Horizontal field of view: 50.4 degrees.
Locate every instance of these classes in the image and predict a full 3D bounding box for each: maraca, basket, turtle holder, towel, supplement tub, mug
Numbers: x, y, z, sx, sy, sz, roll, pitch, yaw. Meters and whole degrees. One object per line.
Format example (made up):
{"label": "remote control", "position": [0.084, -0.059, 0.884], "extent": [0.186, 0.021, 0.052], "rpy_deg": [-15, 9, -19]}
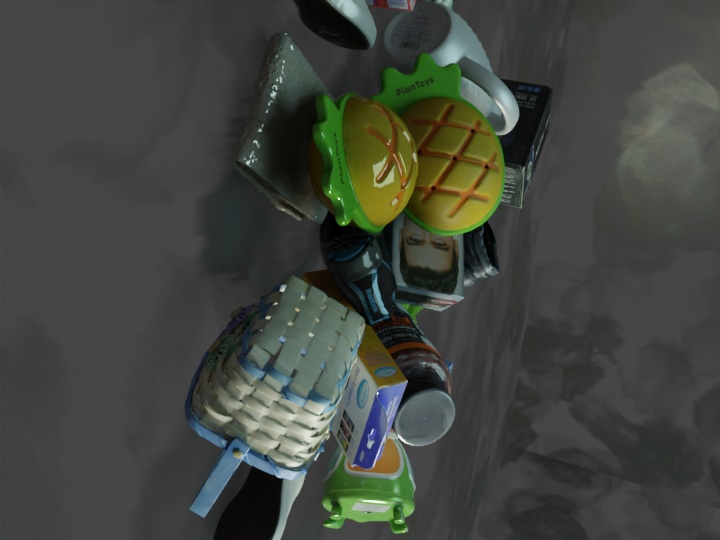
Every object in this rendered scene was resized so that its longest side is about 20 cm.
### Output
{"label": "maraca", "position": [-0.004, -0.103, 0.734], "extent": [0.200, 0.106, 0.139], "rpy_deg": [-18, 95, -72]}
{"label": "basket", "position": [-0.087, 0.116, 0.721], "extent": [0.201, 0.138, 0.177], "rpy_deg": [-61, -177, 32]}
{"label": "turtle holder", "position": [0.019, 0.313, 1.132], "extent": [0.186, 0.139, 0.133], "rpy_deg": [51, 37, -55]}
{"label": "towel", "position": [-0.064, -0.132, 0.769], "extent": [0.200, 0.034, 0.134], "rpy_deg": [42, 61, -67]}
{"label": "supplement tub", "position": [0.039, 0.112, 0.876], "extent": [0.200, 0.105, 0.108], "rpy_deg": [-127, -143, -59]}
{"label": "maraca", "position": [0.085, -0.139, 0.855], "extent": [0.107, 0.136, 0.202], "rpy_deg": [177, -110, -80]}
{"label": "mug", "position": [0.111, -0.231, 0.954], "extent": [0.148, 0.199, 0.176], "rpy_deg": [-52, 148, -9]}

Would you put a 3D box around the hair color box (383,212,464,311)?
{"label": "hair color box", "position": [0.070, -0.061, 0.932], "extent": [0.061, 0.098, 0.203], "rpy_deg": [143, -46, -60]}

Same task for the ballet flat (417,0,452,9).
{"label": "ballet flat", "position": [0.078, -0.397, 0.968], "extent": [0.072, 0.071, 0.203], "rpy_deg": [-42, 135, -59]}

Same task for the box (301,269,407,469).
{"label": "box", "position": [-0.015, 0.107, 0.808], "extent": [0.041, 0.201, 0.120], "rpy_deg": [-9, 134, -30]}

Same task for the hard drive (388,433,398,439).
{"label": "hard drive", "position": [0.026, 0.168, 1.061], "extent": [0.200, 0.130, 0.027], "rpy_deg": [-25, 126, -66]}

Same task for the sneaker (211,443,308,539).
{"label": "sneaker", "position": [-0.101, 0.264, 0.855], "extent": [0.085, 0.072, 0.202], "rpy_deg": [72, 35, -52]}

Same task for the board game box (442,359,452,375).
{"label": "board game box", "position": [0.025, 0.143, 1.015], "extent": [0.200, 0.149, 0.037], "rpy_deg": [-27, 130, -65]}

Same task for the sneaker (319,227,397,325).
{"label": "sneaker", "position": [0.000, 0.000, 0.825], "extent": [0.200, 0.072, 0.083], "rpy_deg": [-78, 145, -76]}

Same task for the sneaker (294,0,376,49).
{"label": "sneaker", "position": [-0.025, -0.275, 0.701], "extent": [0.200, 0.072, 0.086], "rpy_deg": [32, 75, -68]}

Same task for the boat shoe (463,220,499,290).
{"label": "boat shoe", "position": [0.124, -0.068, 1.016], "extent": [0.071, 0.090, 0.203], "rpy_deg": [22, 50, -54]}

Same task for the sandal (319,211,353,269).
{"label": "sandal", "position": [-0.006, -0.095, 0.935], "extent": [0.075, 0.044, 0.203], "rpy_deg": [33, 71, -71]}

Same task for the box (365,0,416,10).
{"label": "box", "position": [0.005, -0.358, 0.717], "extent": [0.201, 0.101, 0.096], "rpy_deg": [70, 38, -55]}

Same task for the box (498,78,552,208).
{"label": "box", "position": [0.160, -0.196, 1.105], "extent": [0.087, 0.198, 0.165], "rpy_deg": [78, 32, -53]}

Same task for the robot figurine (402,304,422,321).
{"label": "robot figurine", "position": [0.054, 0.004, 1.061], "extent": [0.200, 0.114, 0.178], "rpy_deg": [-33, 125, -64]}
